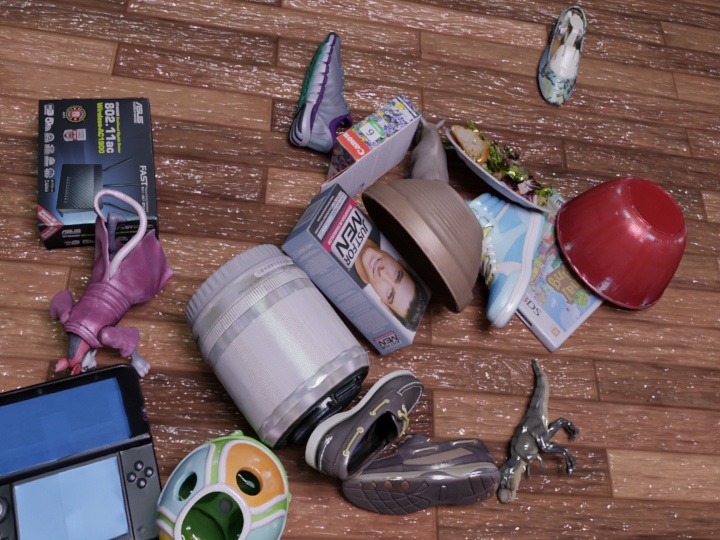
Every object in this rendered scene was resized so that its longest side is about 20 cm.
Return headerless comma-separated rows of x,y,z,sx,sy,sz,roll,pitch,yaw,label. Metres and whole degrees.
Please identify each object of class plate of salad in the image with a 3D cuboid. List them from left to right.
0.210,-0.156,1.030,0.197,0.049,0.201,31,21,-13,plate of salad

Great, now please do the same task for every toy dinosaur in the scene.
0.241,0.215,0.918,0.086,0.048,0.203,23,58,7,toy dinosaur

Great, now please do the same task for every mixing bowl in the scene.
0.400,-0.061,1.027,0.195,0.109,0.205,13,52,-17,mixing bowl

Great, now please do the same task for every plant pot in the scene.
0.096,-0.051,0.914,0.092,0.201,0.202,-40,77,-6,plant pot

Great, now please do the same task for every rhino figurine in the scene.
0.099,-0.156,1.039,0.058,0.088,0.205,7,61,-10,rhino figurine

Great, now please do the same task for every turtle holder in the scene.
-0.163,0.262,0.740,0.181,0.132,0.144,-21,87,-4,turtle holder

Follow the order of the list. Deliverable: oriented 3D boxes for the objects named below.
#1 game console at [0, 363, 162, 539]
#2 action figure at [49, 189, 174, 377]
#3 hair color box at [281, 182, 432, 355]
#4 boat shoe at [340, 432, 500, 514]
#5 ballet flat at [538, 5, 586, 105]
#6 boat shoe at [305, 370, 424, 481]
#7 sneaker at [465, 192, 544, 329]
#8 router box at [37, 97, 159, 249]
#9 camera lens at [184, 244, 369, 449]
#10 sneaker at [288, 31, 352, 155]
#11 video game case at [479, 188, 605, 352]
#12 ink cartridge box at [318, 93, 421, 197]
-0.319,0.220,0.748,0.195,0.119,0.176,-12,67,-17,game console
-0.294,0.036,0.830,0.131,0.150,0.204,22,55,-5,action figure
0.000,0.000,0.901,0.200,0.060,0.100,48,45,-18,hair color box
0.071,0.246,0.859,0.194,0.076,0.074,0,38,-8,boat shoe
0.355,-0.382,1.217,0.072,0.075,0.205,17,62,-4,ballet flat
0.021,0.186,0.838,0.060,0.074,0.199,20,32,35,boat shoe
0.175,-0.022,0.977,0.128,0.080,0.203,26,53,-1,sneaker
-0.352,-0.134,0.944,0.145,0.062,0.205,-5,66,-16,router box
-0.096,0.093,0.835,0.158,0.161,0.201,-33,75,-24,camera lens
-0.047,-0.267,1.083,0.086,0.074,0.205,22,68,-19,sneaker
0.285,-0.009,1.047,0.198,0.022,0.183,-36,77,-25,video game case
-0.005,-0.159,1.006,0.199,0.110,0.050,-38,76,-25,ink cartridge box
